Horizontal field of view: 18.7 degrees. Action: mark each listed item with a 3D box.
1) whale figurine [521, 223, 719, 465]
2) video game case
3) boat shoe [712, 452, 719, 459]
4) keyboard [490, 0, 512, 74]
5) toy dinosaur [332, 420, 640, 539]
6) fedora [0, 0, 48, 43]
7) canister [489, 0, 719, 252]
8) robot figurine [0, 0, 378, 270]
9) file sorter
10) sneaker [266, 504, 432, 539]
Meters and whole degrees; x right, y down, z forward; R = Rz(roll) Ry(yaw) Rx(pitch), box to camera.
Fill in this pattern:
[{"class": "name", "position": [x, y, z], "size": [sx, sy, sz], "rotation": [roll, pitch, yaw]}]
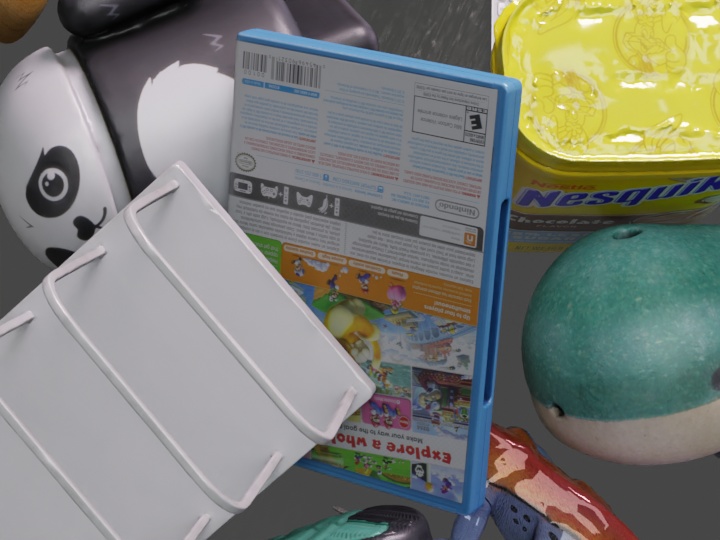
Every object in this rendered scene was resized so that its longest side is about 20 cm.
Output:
[{"class": "whale figurine", "position": [0.169, 0.012, 1.070], "size": [0.199, 0.159, 0.105], "rotation": [-28, 113, -23]}, {"class": "video game case", "position": [0.000, 0.000, 1.001], "size": [0.142, 0.018, 0.202], "rotation": [14, 109, 28]}, {"class": "boat shoe", "position": [0.250, 0.129, 1.100], "size": [0.068, 0.072, 0.200], "rotation": [-43, 83, -15]}, {"class": "keyboard", "position": [0.098, -0.195, 1.184], "size": [0.056, 0.011, 0.202], "rotation": [3, 78, -5]}, {"class": "toy dinosaur", "position": [0.087, 0.101, 1.053], "size": [0.199, 0.105, 0.183], "rotation": [-15, 111, 25]}, {"class": "fedora", "position": [-0.201, -0.199, 0.999], "size": [0.081, 0.201, 0.203], "rotation": [-7, 78, 11]}, {"class": "canister", "position": [0.125, -0.068, 1.062], "size": [0.147, 0.200, 0.087], "rotation": [-2, 78, -6]}, {"class": "robot figurine", "position": [-0.085, -0.070, 1.079], "size": [0.198, 0.125, 0.151], "rotation": [-20, 81, -10]}, {"class": "file sorter", "position": [-0.118, 0.075, 0.957], "size": [0.200, 0.125, 0.139], "rotation": [-41, 92, 12]}, {"class": "sneaker", "position": [-0.034, 0.171, 1.024], "size": [0.074, 0.199, 0.088], "rotation": [-23, 91, -52]}]
